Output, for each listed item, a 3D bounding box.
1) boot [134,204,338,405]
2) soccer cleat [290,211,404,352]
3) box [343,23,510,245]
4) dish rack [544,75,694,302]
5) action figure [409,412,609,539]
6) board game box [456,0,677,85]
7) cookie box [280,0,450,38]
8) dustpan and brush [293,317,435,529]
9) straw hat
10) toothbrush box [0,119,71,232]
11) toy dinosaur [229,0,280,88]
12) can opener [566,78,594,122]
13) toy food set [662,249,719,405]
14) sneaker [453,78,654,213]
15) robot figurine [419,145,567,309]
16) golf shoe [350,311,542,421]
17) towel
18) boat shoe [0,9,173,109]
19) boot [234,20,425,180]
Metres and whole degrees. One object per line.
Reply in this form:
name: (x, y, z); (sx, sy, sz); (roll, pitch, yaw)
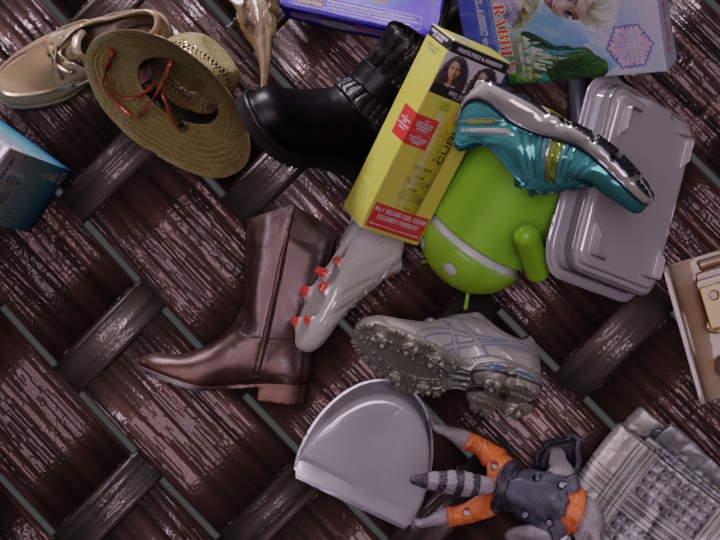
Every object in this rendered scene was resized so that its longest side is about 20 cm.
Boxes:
boot: (-0.126, 0.026, 1.486); (0.185, 0.064, 0.202); (9, 91, -8)
soccer cleat: (0.000, 0.000, 1.459); (0.077, 0.069, 0.201); (33, 74, -19)
box: (0.062, -0.128, 1.391); (0.075, 0.050, 0.201); (18, 110, -31)
dish rack: (0.261, -0.075, 1.411); (0.043, 0.171, 0.202); (11, 85, 45)
action figure: (0.144, 0.244, 1.412); (0.192, 0.105, 0.202); (10, 82, 13)
board game box: (0.183, -0.278, 1.360); (0.198, 0.041, 0.201); (-2, 114, 28)
cookie box: (0.020, -0.345, 1.484); (0.170, 0.075, 0.202); (13, 89, 4)
dustpan and brush: (0.032, 0.142, 1.480); (0.139, 0.057, 0.201); (26, 96, -6)
straw hat: (-0.175, -0.195, 1.474); (0.200, 0.201, 0.085); (32, 57, 6)
toothbrush box: (-0.395, -0.117, 1.448); (0.146, 0.200, 0.086); (35, 90, 5)
toy dinosaur: (-0.101, -0.246, 1.455); (0.058, 0.101, 0.201); (-9, 56, -4)
can opener: (0.237, -0.146, 1.466); (0.052, 0.066, 0.202); (-2, 82, 1)
toy food set: (0.413, 0.037, 1.442); (0.198, 0.060, 0.145); (-16, 86, 3)
sneaker: (0.177, -0.102, 1.331); (0.199, 0.077, 0.080); (30, 103, 18)
robot figurine: (0.136, -0.063, 1.431); (0.201, 0.115, 0.176); (-56, 51, 18)
golf shoe: (0.088, 0.078, 1.455); (0.199, 0.078, 0.098); (21, 46, -8)
towel: (0.291, 0.265, 1.455); (0.192, 0.035, 0.200); (39, 90, 6)
boat shoe: (-0.296, -0.228, 1.512); (0.199, 0.065, 0.072); (-23, 86, 3)
boot: (-0.010, -0.174, 1.406); (0.158, 0.210, 0.080); (-42, 63, 25)
